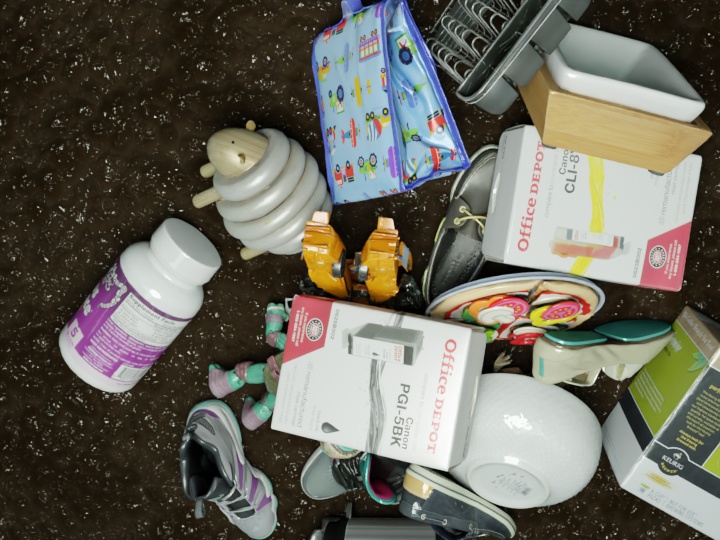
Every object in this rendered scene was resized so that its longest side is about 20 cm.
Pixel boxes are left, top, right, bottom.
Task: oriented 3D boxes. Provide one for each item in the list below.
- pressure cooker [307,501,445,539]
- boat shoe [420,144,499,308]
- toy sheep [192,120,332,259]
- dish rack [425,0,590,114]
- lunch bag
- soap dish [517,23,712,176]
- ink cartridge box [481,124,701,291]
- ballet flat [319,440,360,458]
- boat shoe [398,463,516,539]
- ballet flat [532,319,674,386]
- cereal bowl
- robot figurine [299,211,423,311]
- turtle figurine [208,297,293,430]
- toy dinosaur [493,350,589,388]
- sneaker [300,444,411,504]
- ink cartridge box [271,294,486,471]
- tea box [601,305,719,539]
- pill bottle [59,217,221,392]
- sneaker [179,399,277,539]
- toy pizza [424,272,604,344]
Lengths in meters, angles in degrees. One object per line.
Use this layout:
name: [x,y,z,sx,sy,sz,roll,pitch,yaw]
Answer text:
pressure cooker: [0.017,0.398,1.037,0.197,0.176,0.181,-1,114,6]
boat shoe: [0.124,-0.042,0.956,0.071,0.061,0.204,20,107,0]
toy sheep: [-0.099,-0.081,0.934,0.137,0.139,0.200,-31,131,13]
dish rack: [0.128,-0.248,0.826,0.054,0.201,0.154,30,107,-34]
lunch bag: [0.012,-0.183,0.877,0.093,0.150,0.203,-22,100,-29]
soap dish: [0.237,-0.176,0.831,0.155,0.201,0.082,12,120,-6]
ink cartridge box: [0.243,-0.065,0.895,0.197,0.083,0.147,9,93,-7]
ballet flat: [0.025,0.150,1.004,0.199,0.075,0.068,-39,90,-24]
boat shoe: [0.113,0.286,0.989,0.199,0.074,0.063,35,78,-39]
ballet flat: [0.273,0.095,0.946,0.197,0.069,0.071,-3,110,-29]
cereal bowl: [0.175,0.212,0.968,0.197,0.084,0.202,12,137,11]
robot figurine: [0.000,0.000,0.928,0.143,0.200,0.059,7,72,7]
turtle figurine: [-0.081,0.112,1.005,0.199,0.101,0.151,-30,96,21]
toy dinosaur: [0.196,0.143,0.994,0.198,0.059,0.101,-24,135,9]
sneaker: [0.006,0.244,1.020,0.199,0.121,0.084,-34,101,14]
ink cartridge box: [0.020,0.114,0.883,0.197,0.083,0.149,9,87,19]
tea box: [0.418,0.186,0.959,0.198,0.134,0.198,29,108,-4]
pill bottle: [-0.256,0.038,0.987,0.112,0.112,0.200,41,105,-7]
sneaker: [-0.172,0.274,1.034,0.077,0.140,0.202,-24,103,11]
toy pizza: [0.169,0.052,0.923,0.197,0.201,0.032,-6,68,7]
